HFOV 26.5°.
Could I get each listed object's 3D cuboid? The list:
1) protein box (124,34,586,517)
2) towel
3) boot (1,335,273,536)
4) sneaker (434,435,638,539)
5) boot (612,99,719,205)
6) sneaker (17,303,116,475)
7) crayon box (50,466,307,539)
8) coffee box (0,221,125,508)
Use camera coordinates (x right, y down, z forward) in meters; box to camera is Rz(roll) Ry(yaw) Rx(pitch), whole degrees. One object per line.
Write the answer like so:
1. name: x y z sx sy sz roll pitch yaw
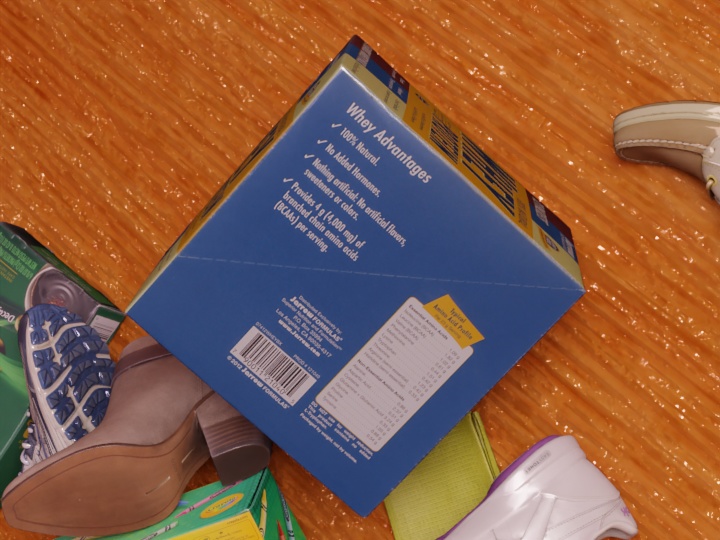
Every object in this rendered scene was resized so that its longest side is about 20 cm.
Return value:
1. protein box: 0.000 0.000 0.958 0.198 0.135 0.200 41 104 -8
2. towel: 0.069 0.200 1.008 0.086 0.018 0.201 -22 72 16
3. boot: -0.148 0.100 1.042 0.198 0.071 0.146 -10 33 -12
4. sneaker: 0.087 0.194 0.946 0.200 0.075 0.100 -42 75 -12
5. boot: 0.240 -0.019 0.952 0.199 0.072 0.156 11 87 24
6. sneaker: -0.213 0.125 1.094 0.085 0.077 0.201 -18 91 32
7. crayon box: -0.128 0.222 1.033 0.199 0.058 0.119 -21 109 17
8. coffee box: -0.279 0.080 1.163 0.123 0.044 0.201 37 95 24
